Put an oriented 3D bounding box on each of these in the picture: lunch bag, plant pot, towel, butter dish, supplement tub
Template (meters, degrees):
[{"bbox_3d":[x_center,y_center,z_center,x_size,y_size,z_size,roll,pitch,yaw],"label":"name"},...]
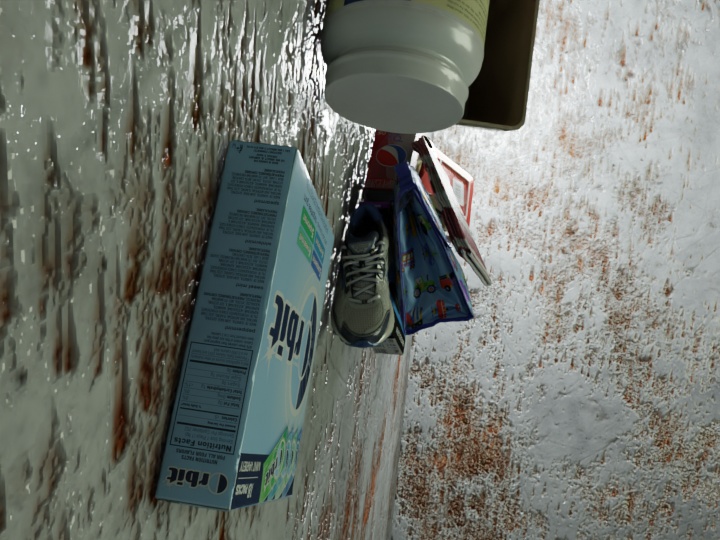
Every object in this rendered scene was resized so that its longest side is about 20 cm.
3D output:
[{"bbox_3d":[0.074,-0.043,0.923,0.151,0.094,0.201,-81,155,-71],"label":"lunch bag"},{"bbox_3d":[0.099,-0.276,0.906,0.177,0.199,0.201,-152,-112,-86],"label":"plant pot"},{"bbox_3d":[0.134,-0.083,1.035,0.144,0.023,0.201,39,29,-60],"label":"towel"},{"bbox_3d":[0.194,-0.195,1.903,0.199,0.147,0.201,30,56,-33],"label":"butter dish"},{"bbox_3d":[0.042,-0.238,0.626,0.145,0.144,0.201,61,36,-78],"label":"supplement tub"}]

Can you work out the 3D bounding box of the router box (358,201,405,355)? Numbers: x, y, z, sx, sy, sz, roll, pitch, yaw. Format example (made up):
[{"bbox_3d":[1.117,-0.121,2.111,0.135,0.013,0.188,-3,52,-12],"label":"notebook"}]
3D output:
[{"bbox_3d":[0.031,0.016,1.020,0.200,0.051,0.150,62,34,-60],"label":"router box"}]

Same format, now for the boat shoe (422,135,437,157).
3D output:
[{"bbox_3d":[0.145,-0.280,1.664,0.200,0.070,0.071,-63,162,-70],"label":"boat shoe"}]

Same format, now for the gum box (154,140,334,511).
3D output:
[{"bbox_3d":[-0.062,0.045,0.462,0.170,0.044,0.201,72,27,-74],"label":"gum box"}]

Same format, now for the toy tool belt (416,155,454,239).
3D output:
[{"bbox_3d":[0.101,-0.086,1.176,0.125,0.122,0.201,-157,-98,-77],"label":"toy tool belt"}]

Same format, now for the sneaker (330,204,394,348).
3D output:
[{"bbox_3d":[0.000,0.000,0.840,0.085,0.077,0.201,83,6,-46],"label":"sneaker"}]

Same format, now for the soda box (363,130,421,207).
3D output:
[{"bbox_3d":[0.051,-0.169,1.070,0.070,0.063,0.201,84,15,-53],"label":"soda box"}]
